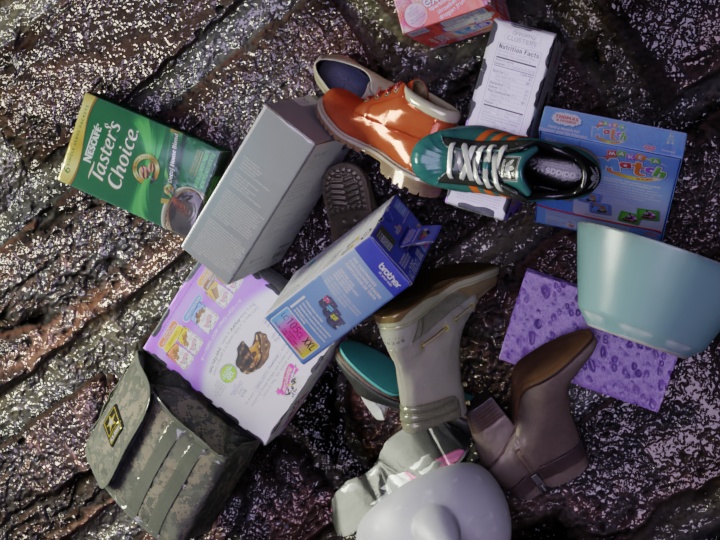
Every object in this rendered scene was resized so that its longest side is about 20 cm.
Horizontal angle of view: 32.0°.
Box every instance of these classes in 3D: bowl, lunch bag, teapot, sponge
[{"bbox_3d":[0.314,0.028,1.357,0.198,0.201,0.106,20,92,11],"label":"bowl"},{"bbox_3d":[-0.247,0.218,1.562,0.199,0.117,0.165,38,112,15],"label":"lunch bag"},{"bbox_3d":[0.098,0.326,1.429,0.198,0.198,0.147,-50,57,35],"label":"teapot"},{"bbox_3d":[0.271,0.080,1.467,0.197,0.030,0.113,18,100,11],"label":"sponge"}]

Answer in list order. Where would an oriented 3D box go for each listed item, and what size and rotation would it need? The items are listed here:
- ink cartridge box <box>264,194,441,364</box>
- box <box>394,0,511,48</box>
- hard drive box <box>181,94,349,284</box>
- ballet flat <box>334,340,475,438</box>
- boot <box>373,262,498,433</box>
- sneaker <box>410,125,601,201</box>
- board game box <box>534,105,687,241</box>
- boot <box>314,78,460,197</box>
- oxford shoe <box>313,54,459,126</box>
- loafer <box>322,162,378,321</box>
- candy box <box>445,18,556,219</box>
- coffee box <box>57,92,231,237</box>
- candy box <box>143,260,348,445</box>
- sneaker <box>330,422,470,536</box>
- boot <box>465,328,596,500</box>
[{"bbox_3d":[0.000,0.000,1.407,0.199,0.137,0.076,-39,99,25],"label":"ink cartridge box"},{"bbox_3d":[0.100,-0.312,1.386,0.101,0.200,0.096,-15,92,15],"label":"box"},{"bbox_3d":[-0.102,-0.097,1.467,0.076,0.156,0.201,37,110,9],"label":"hard drive box"},{"bbox_3d":[0.051,0.156,1.508,0.198,0.068,0.069,26,122,6],"label":"ballet flat"},{"bbox_3d":[0.100,0.084,1.447,0.071,0.199,0.157,0,110,43],"label":"boot"},{"bbox_3d":[0.144,-0.109,1.266,0.197,0.080,0.073,5,97,11],"label":"sneaker"},{"bbox_3d":[0.268,-0.098,1.371,0.149,0.201,0.037,13,67,12],"label":"board game box"},{"bbox_3d":[0.032,-0.173,1.389,0.199,0.074,0.108,36,119,35],"label":"boot"},{"bbox_3d":[0.027,-0.191,1.480,0.198,0.074,0.072,28,98,9],"label":"oxford shoe"},{"bbox_3d":[0.000,-0.037,1.507,0.074,0.068,0.203,1,111,15],"label":"loafer"},{"bbox_3d":[0.163,-0.166,1.392,0.071,0.168,0.203,16,98,10],"label":"candy box"},{"bbox_3d":[-0.273,-0.132,1.576,0.198,0.044,0.124,25,101,11],"label":"coffee box"},{"bbox_3d":[-0.139,0.085,1.549,0.199,0.071,0.169,37,102,9],"label":"candy box"},{"bbox_3d":[0.055,0.249,1.509,0.199,0.086,0.081,-36,61,24],"label":"sneaker"},{"bbox_3d":[0.222,0.175,1.460,0.199,0.070,0.147,-33,108,17],"label":"boot"}]
